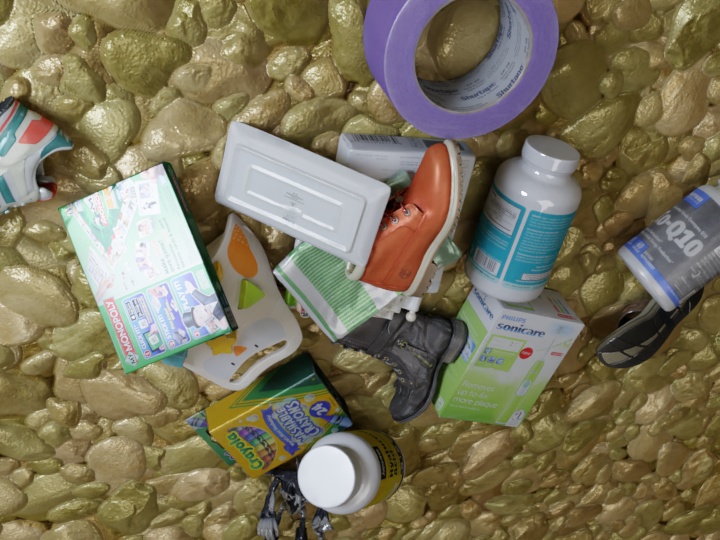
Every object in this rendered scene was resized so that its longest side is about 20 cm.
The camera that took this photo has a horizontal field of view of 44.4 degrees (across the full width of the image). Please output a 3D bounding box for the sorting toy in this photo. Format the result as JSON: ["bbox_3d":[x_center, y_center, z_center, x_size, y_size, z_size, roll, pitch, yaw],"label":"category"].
[{"bbox_3d":[-0.169,0.067,1.079,0.200,0.107,0.180,-38,122,10],"label":"sorting toy"}]

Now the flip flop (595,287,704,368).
[{"bbox_3d":[0.433,0.070,1.335,0.200,0.058,0.081,-45,123,-3],"label":"flip flop"}]

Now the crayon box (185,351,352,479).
[{"bbox_3d":[-0.127,0.214,1.245,0.200,0.052,0.126,-29,129,4],"label":"crayon box"}]

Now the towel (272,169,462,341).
[{"bbox_3d":[0.009,-0.012,1.080,0.200,0.023,0.153,-34,125,6],"label":"towel"}]

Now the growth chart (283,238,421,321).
[{"bbox_3d":[0.000,0.000,1.131,0.200,0.018,0.145,3,105,-16],"label":"growth chart"}]

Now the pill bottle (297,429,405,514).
[{"bbox_3d":[-0.014,0.282,1.240,0.111,0.111,0.200,-38,163,10],"label":"pill bottle"}]

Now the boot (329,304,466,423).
[{"bbox_3d":[0.035,0.113,1.228,0.174,0.069,0.200,18,113,-23],"label":"boot"}]

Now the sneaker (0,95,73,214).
[{"bbox_3d":[-0.377,-0.081,0.930,0.093,0.070,0.200,28,110,-27],"label":"sneaker"}]

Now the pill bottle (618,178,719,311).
[{"bbox_3d":[0.470,-0.046,1.221,0.200,0.114,0.114,-40,128,11],"label":"pill bottle"}]

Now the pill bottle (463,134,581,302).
[{"bbox_3d":[0.210,-0.067,1.118,0.111,0.111,0.200,3,124,-21],"label":"pill bottle"}]

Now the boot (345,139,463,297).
[{"bbox_3d":[0.049,-0.062,1.010,0.107,0.075,0.200,10,118,-18],"label":"boot"}]

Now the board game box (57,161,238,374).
[{"bbox_3d":[-0.235,-0.002,0.977,0.134,0.029,0.200,-22,91,10],"label":"board game box"}]

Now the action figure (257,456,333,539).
[{"bbox_3d":[-0.098,0.371,1.340,0.119,0.102,0.200,7,124,-10],"label":"action figure"}]

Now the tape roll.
[{"bbox_3d":[0.108,-0.252,0.965,0.200,0.085,0.200,-10,128,-13],"label":"tape roll"}]

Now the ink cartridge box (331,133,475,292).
[{"bbox_3d":[0.040,-0.068,1.096,0.162,0.057,0.200,1,127,-19],"label":"ink cartridge box"}]

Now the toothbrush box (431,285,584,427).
[{"bbox_3d":[0.200,0.119,1.267,0.145,0.086,0.200,12,118,-27],"label":"toothbrush box"}]

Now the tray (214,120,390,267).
[{"bbox_3d":[-0.072,-0.083,0.991,0.200,0.022,0.108,24,121,10],"label":"tray"}]
